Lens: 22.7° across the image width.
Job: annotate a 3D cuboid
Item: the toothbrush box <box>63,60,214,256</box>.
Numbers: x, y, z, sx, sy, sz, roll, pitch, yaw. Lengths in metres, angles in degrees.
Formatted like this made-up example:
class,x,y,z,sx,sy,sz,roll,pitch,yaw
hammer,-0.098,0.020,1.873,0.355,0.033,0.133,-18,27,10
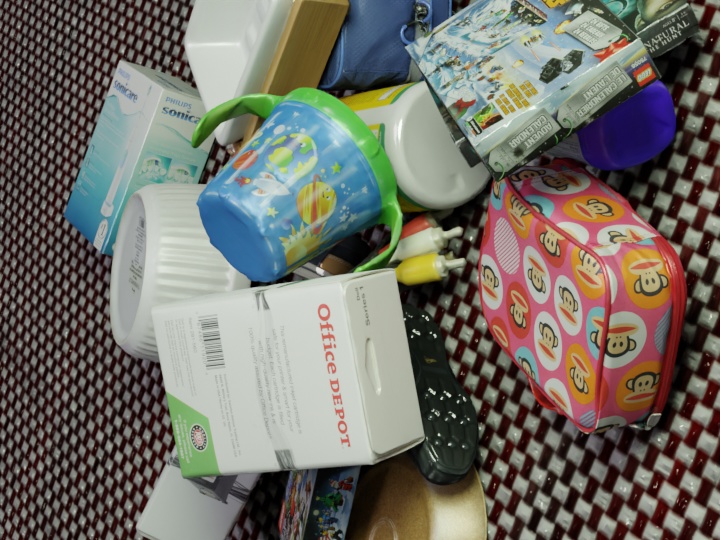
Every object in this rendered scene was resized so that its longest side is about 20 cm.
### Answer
class,x,y,z,sx,sy,sz,roll,pitch,yaw
toothbrush box,-0.248,-0.122,2.036,0.146,0.085,0.200,34,106,57

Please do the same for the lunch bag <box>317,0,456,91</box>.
class,x,y,z,sx,sy,sz,roll,pitch,yaw
lunch bag,0.009,-0.232,1.640,0.200,0.132,0.136,15,105,63

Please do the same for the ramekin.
class,x,y,z,sx,sy,sz,roll,pitch,yaw
ramekin,-0.188,0.004,1.830,0.200,0.105,0.200,-173,90,-71

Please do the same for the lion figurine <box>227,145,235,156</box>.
class,x,y,z,sx,sy,sz,roll,pitch,yaw
lion figurine,-0.114,-0.166,1.878,0.200,0.072,0.123,-132,48,-69

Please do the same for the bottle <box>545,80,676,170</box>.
class,x,y,z,sx,sy,sz,roll,pitch,yaw
bottle,0.159,-0.127,1.411,0.200,0.083,0.065,22,132,57

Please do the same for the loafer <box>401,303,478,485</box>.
class,x,y,z,sx,sy,sz,roll,pitch,yaw
loafer,0.049,0.111,1.501,0.201,0.068,0.070,-108,37,-49

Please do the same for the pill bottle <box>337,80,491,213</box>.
class,x,y,z,sx,sy,sz,roll,pitch,yaw
pill bottle,0.021,-0.105,1.588,0.200,0.113,0.113,-4,74,56

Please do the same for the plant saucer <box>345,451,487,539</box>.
class,x,y,z,sx,sy,sz,roll,pitch,yaw
plant saucer,0.031,0.230,1.503,0.200,0.035,0.200,-30,53,48

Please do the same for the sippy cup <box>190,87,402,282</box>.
class,x,y,z,sx,sy,sz,roll,pitch,yaw
sippy cup,-0.060,-0.062,1.497,0.178,0.140,0.130,19,50,44

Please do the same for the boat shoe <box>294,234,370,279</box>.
class,x,y,z,sx,sy,sz,roll,pitch,yaw
boat shoe,-0.045,-0.021,1.691,0.062,0.075,0.200,-61,25,-2

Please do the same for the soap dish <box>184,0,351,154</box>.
class,x,y,z,sx,sy,sz,roll,pitch,yaw
soap dish,-0.084,-0.219,1.588,0.200,0.081,0.157,115,144,-45

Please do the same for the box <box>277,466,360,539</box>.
class,x,y,z,sx,sy,sz,roll,pitch,yaw
box,-0.030,0.160,1.554,0.137,0.038,0.200,-120,41,-73

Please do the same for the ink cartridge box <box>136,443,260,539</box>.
class,x,y,z,sx,sy,sz,roll,pitch,yaw
ink cartridge box,-0.121,0.153,1.673,0.200,0.083,0.145,-63,2,20

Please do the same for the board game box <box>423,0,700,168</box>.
class,x,y,z,sx,sy,sz,roll,pitch,yaw
board game box,0.150,-0.165,1.372,0.200,0.028,0.135,-31,27,7

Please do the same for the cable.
class,x,y,z,sx,sy,sz,roll,pitch,yaw
cable,0.000,0.000,1.564,0.200,0.050,0.097,-20,41,11

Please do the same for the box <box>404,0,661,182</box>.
class,x,y,z,sx,sy,sz,roll,pitch,yaw
box,0.121,-0.153,1.313,0.137,0.040,0.200,-33,30,5

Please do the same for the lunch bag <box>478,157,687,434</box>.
class,x,y,z,sx,sy,sz,roll,pitch,yaw
lunch bag,0.156,0.028,1.325,0.200,0.082,0.176,-129,36,-53

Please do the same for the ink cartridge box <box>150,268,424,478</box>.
class,x,y,z,sx,sy,sz,roll,pitch,yaw
ink cartridge box,-0.059,0.083,1.439,0.200,0.084,0.146,-8,94,35
